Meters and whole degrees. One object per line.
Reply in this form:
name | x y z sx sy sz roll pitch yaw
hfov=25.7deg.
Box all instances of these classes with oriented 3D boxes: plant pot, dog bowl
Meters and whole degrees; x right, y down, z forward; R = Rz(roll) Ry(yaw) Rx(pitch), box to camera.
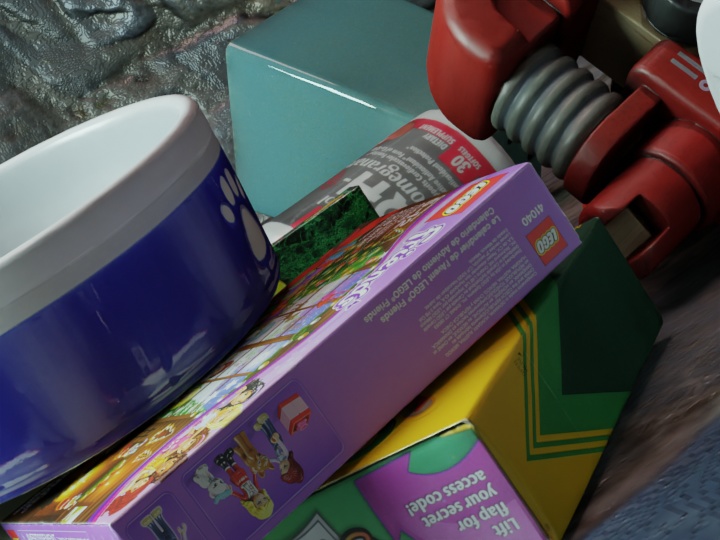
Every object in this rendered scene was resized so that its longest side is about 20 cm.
plant pot | 0.027 -0.104 1.148 0.199 0.142 0.141 23 43 30
dog bowl | -0.135 0.013 0.635 0.199 0.079 0.200 -26 19 9

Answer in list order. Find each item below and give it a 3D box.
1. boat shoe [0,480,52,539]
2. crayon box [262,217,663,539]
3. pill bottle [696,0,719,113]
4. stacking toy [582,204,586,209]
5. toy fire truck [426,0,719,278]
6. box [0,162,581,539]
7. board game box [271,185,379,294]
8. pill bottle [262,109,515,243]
boat shoe | -0.111 0.091 0.665 0.071 0.063 0.200 -18 29 38
crayon box | 0.004 0.074 0.610 0.199 0.058 0.173 -30 8 31
pill bottle | 0.231 -0.106 0.564 0.200 0.114 0.114 -35 7 -8
stacking toy | 0.171 -0.078 0.831 0.085 0.086 0.200 -28 14 41
toy fire truck | 0.088 -0.054 0.709 0.200 0.176 0.129 -43 -18 -23
box | -0.028 0.042 0.576 0.200 0.039 0.137 -40 11 -26
board game box | -0.053 0.053 0.837 0.200 0.105 0.023 -36 6 -14
pill bottle | 0.000 0.000 0.929 0.200 0.111 0.111 -37 7 -24
